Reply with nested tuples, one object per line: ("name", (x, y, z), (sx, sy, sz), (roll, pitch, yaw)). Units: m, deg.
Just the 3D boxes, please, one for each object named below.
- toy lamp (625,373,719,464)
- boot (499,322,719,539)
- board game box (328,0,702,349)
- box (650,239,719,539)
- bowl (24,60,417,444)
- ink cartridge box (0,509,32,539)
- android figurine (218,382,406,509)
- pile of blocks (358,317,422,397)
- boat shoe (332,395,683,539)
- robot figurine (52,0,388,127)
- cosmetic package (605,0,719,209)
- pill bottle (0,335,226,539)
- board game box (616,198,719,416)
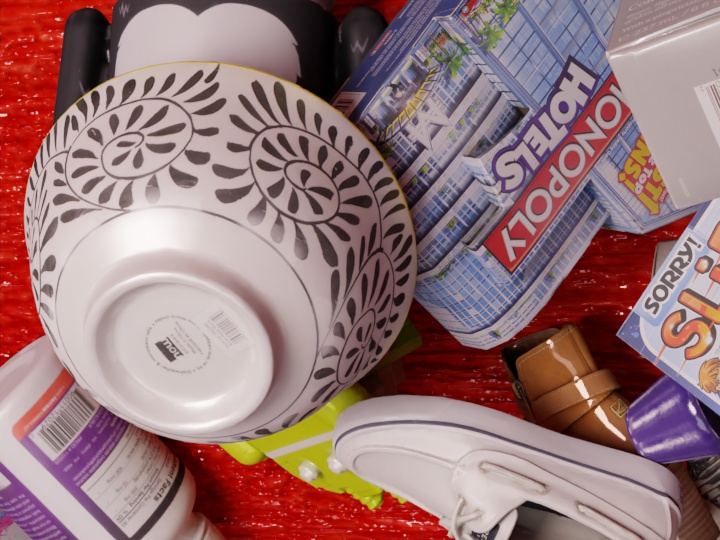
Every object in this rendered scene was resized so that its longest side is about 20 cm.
("toy lamp", (0.231, 0.048, 0.760), (0.199, 0.058, 0.058), (-30, 111, 27))
("boot", (0.125, 0.119, 0.913), (0.156, 0.076, 0.200), (56, 160, 2))
("board game box", (0.095, -0.064, 0.752), (0.200, 0.201, 0.062), (42, 167, -26))
("box", (0.228, 0.078, 0.856), (0.081, 0.069, 0.202), (-8, 121, 22))
("bowl", (-0.075, 0.014, 0.680), (0.198, 0.095, 0.203), (4, 122, 6))
("ink cartridge box", (-0.286, 0.188, 1.057), (0.083, 0.145, 0.201), (-23, 113, 29))
("android figurine", (-0.051, 0.084, 0.903), (0.200, 0.041, 0.182), (40, 153, -14))
("pile of blocks", (0.000, 0.000, 0.876), (0.062, 0.082, 0.201), (-29, 121, -12))
("boat shoe", (0.077, 0.126, 0.797), (0.198, 0.066, 0.072), (17, 139, 2))
("robot figurine", (-0.074, -0.094, 0.768), (0.149, 0.203, 0.124), (6, 173, -31))
("cosmetic package", (0.182, -0.122, 0.654), (0.106, 0.201, 0.091), (-19, 118, 26))
("pill bottle", (-0.186, 0.152, 1.020), (0.111, 0.112, 0.200), (-29, 110, 32))
("board game box", (0.234, -0.012, 0.715), (0.135, 0.034, 0.201), (39, 103, 38))
